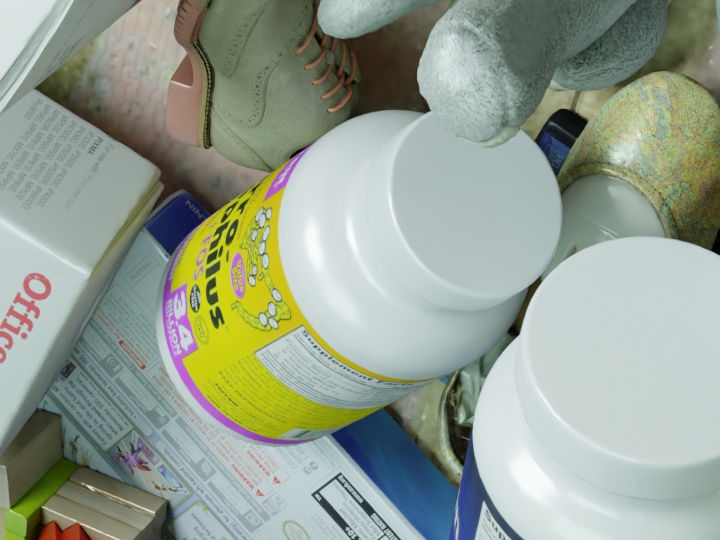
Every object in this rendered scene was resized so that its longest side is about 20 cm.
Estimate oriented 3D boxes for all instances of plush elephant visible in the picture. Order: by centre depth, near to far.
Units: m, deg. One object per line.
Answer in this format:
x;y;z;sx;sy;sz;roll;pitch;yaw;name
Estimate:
0.049;-0.131;1.032;0.165;0.199;0.155;59;151;4;plush elephant

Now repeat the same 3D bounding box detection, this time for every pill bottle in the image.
0.094;0.083;1.054;0.115;0.116;0.201;27;147;13;pill bottle
0.000;0.000;1.118;0.104;0.104;0.200;50;150;-5;pill bottle

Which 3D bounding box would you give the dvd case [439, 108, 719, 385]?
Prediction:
0.129;0.042;1.164;0.200;0.018;0.143;36;128;7;dvd case

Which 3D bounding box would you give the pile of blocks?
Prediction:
-0.177;0.090;1.276;0.200;0.062;0.082;41;129;3;pile of blocks

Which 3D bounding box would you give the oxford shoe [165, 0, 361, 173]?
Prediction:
-0.029;-0.095;1.111;0.073;0.071;0.200;27;161;5;oxford shoe

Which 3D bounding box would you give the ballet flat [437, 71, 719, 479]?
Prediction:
0.084;0.012;1.118;0.070;0.071;0.201;34;128;7;ballet flat

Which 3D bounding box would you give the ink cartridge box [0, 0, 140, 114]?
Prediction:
-0.123;-0.168;1.066;0.145;0.200;0.084;42;129;0;ink cartridge box

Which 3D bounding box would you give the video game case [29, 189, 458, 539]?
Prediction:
-0.073;0.089;1.285;0.200;0.045;0.181;48;128;-4;video game case

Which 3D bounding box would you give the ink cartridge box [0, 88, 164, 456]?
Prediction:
-0.203;-0.026;1.189;0.199;0.084;0.145;31;130;-2;ink cartridge box

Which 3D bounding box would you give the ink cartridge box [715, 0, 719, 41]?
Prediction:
0.204;-0.064;0.979;0.144;0.083;0.201;-13;115;-7;ink cartridge box
